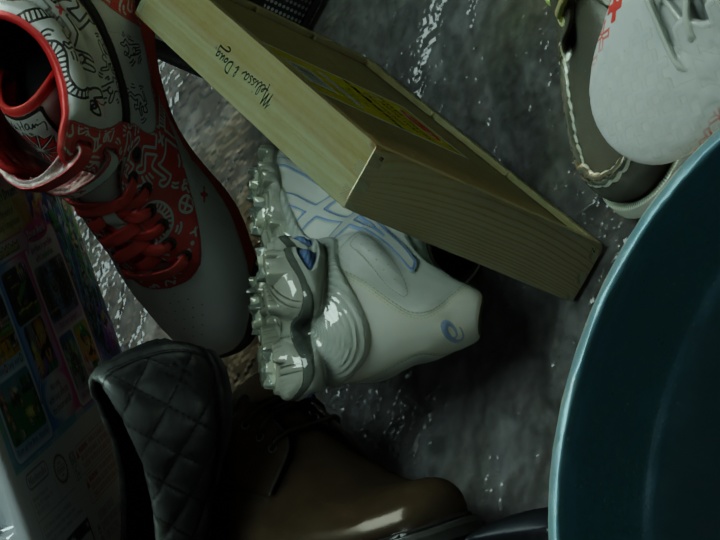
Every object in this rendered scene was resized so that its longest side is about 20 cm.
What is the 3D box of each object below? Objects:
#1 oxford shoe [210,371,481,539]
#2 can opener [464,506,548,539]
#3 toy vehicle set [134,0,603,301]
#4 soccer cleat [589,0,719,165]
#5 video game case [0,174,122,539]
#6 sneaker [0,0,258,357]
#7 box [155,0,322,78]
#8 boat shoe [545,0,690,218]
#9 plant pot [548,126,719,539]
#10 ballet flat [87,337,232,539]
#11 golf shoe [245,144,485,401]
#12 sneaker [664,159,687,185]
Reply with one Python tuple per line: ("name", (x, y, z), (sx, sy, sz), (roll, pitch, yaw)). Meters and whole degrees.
("oxford shoe", (-0.030, 0.084, 0.935), (0.199, 0.072, 0.085), (0, 97, 49))
("can opener", (0.041, 0.135, 0.848), (0.199, 0.063, 0.079), (-19, 76, 44))
("toy vehicle set", (-0.001, -0.059, 0.939), (0.027, 0.124, 0.200), (-60, 38, 11))
("soccer cleat", (0.130, -0.109, 0.731), (0.069, 0.085, 0.200), (43, 121, 7))
("video game case", (-0.136, 0.043, 0.969), (0.024, 0.200, 0.184), (-17, 97, 11))
("sneaker", (-0.111, -0.037, 0.991), (0.067, 0.108, 0.203), (-11, 108, 26))
("box", (-0.081, -0.197, 1.042), (0.194, 0.199, 0.047), (-61, 37, 9))
("boat shoe", (0.099, -0.121, 0.896), (0.072, 0.060, 0.204), (-18, 60, 46))
("plant pot", (0.184, 0.065, 0.599), (0.199, 0.187, 0.202), (-27, 54, 42))
("ballet flat", (-0.088, 0.122, 0.923), (0.066, 0.056, 0.202), (31, 121, 57))
("golf shoe", (0.000, 0.000, 0.966), (0.200, 0.096, 0.079), (-108, 16, -67))
("sneaker", (0.144, -0.030, 0.791), (0.201, 0.075, 0.092), (-57, 35, 15))
